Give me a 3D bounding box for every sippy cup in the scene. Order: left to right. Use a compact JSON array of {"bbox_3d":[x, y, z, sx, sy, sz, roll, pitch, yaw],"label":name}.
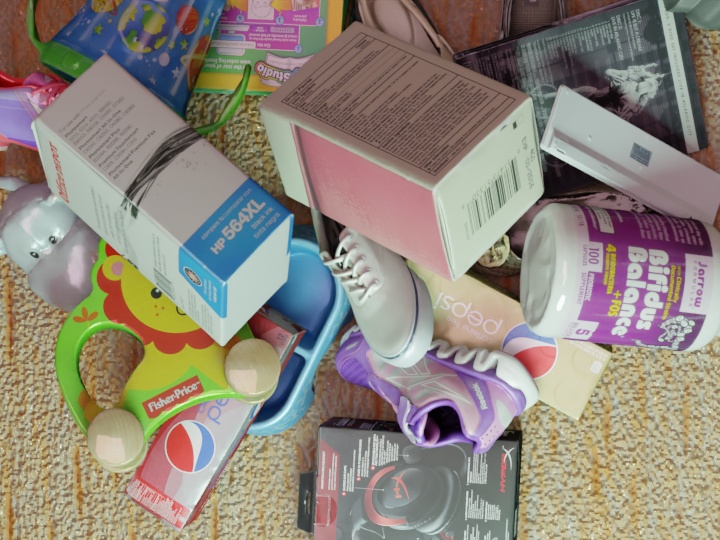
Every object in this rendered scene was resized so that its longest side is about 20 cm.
[{"bbox_3d":[-0.184,-0.200,1.440,0.177,0.139,0.131,30,87,-37],"label":"sippy cup"}]

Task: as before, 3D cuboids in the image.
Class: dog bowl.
[{"bbox_3d":[-0.076,0.055,1.525,0.111,0.050,0.202,27,95,7],"label":"dog bowl"}]

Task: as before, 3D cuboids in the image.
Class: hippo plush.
[{"bbox_3d":[-0.240,-0.047,1.490,0.159,0.161,0.201,-36,87,8],"label":"hippo plush"}]

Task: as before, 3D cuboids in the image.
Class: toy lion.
[{"bbox_3d":[-0.164,0.041,1.401,0.198,0.069,0.193,-27,81,-8],"label":"toy lion"}]

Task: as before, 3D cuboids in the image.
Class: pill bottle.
[{"bbox_3d":[0.242,0.009,1.427,0.197,0.112,0.114,6,93,-12],"label":"pill bottle"}]

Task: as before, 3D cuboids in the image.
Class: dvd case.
[{"bbox_3d":[0.190,-0.145,1.450,0.198,0.016,0.150,-17,116,1],"label":"dvd case"}]

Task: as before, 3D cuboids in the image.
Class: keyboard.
[{"bbox_3d":[0.233,-0.090,1.431,0.199,0.011,0.057,25,74,-30],"label":"keyboard"}]

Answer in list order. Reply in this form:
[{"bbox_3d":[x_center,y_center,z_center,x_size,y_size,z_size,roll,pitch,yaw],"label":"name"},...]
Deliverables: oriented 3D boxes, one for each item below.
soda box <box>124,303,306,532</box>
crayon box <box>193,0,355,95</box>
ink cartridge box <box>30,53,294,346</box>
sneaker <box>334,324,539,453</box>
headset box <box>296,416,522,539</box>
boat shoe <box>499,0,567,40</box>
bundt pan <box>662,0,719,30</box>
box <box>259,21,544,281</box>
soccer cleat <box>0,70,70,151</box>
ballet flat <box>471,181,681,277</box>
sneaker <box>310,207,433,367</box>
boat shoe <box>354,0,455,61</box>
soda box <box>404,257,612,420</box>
[{"bbox_3d":[-0.126,0.122,1.475,0.063,0.070,0.201,31,95,5],"label":"soda box"},{"bbox_3d":[-0.105,-0.217,1.515,0.197,0.058,0.120,4,93,9],"label":"crayon box"},{"bbox_3d":[-0.153,-0.054,1.327,0.200,0.146,0.084,42,72,10],"label":"ink cartridge box"},{"bbox_3d":[0.051,0.105,1.455,0.198,0.081,0.089,12,60,36],"label":"sneaker"},{"bbox_3d":[0.040,0.211,1.500,0.197,0.075,0.151,3,92,8],"label":"headset box"},{"bbox_3d":[0.146,-0.192,1.470,0.071,0.071,0.203,-5,94,8],"label":"boat shoe"},{"bbox_3d":[0.291,-0.279,1.403,0.202,0.202,0.076,47,141,4],"label":"bundt pan"},{"bbox_3d":[0.035,-0.101,1.405,0.199,0.110,0.128,28,59,35],"label":"box"},{"bbox_3d":[-0.253,-0.131,1.455,0.198,0.067,0.077,14,112,17],"label":"soccer cleat"},{"bbox_3d":[0.183,-0.042,1.483,0.198,0.046,0.068,-14,90,9],"label":"ballet flat"},{"bbox_3d":[0.000,0.000,1.451,0.073,0.070,0.201,-47,44,23],"label":"sneaker"},{"bbox_3d":[0.058,-0.173,1.491,0.071,0.063,0.201,-30,89,7],"label":"boat shoe"},{"bbox_3d":[0.120,0.052,1.489,0.198,0.064,0.068,29,96,6],"label":"soda box"}]
